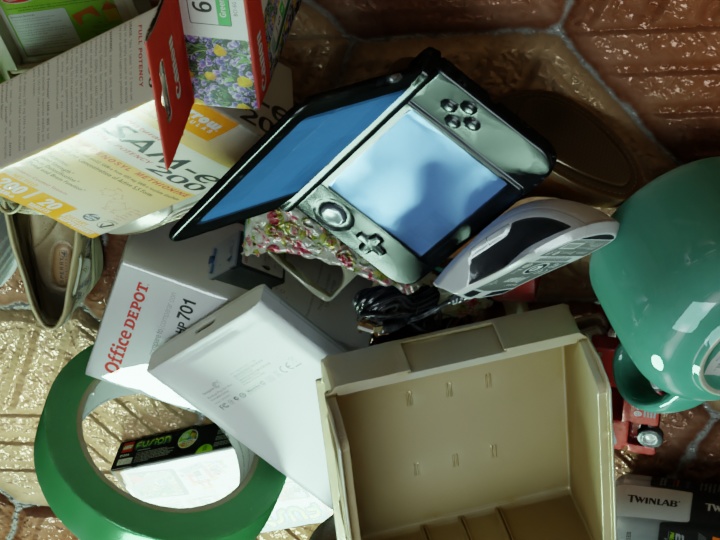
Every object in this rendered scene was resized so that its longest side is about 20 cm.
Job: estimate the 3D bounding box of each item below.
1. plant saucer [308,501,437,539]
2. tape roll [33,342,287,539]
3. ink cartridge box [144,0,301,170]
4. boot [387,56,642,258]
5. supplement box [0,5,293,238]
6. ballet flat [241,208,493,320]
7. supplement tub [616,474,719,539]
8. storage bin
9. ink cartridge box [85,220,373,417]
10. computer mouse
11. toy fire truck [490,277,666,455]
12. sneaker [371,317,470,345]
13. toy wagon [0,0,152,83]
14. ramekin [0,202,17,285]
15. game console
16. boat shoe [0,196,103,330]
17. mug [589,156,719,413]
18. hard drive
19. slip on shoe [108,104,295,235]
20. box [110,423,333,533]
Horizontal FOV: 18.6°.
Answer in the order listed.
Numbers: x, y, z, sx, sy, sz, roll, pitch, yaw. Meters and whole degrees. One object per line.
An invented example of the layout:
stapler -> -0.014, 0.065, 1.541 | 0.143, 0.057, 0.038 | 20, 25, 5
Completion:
plant saucer -> 0.032, 0.200, 1.789 | 0.200, 0.200, 0.037 | -40, 69, 42
tape roll -> -0.156, 0.141, 1.738 | 0.199, 0.201, 0.048 | 20, 137, -4
ink cartridge box -> -0.082, -0.167, 1.404 | 0.050, 0.201, 0.109 | 6, 136, 12
boot -> 0.091, -0.058, 1.557 | 0.199, 0.074, 0.155 | 25, 137, 8
supplement box -> -0.160, -0.101, 1.530 | 0.199, 0.074, 0.126 | -21, 149, 34
ballet flat -> 0.000, 0.000, 1.636 | 0.199, 0.064, 0.076 | 26, -179, 0
supplement tub -> 0.294, 0.233, 1.746 | 0.198, 0.123, 0.123 | 5, 135, 12
storage bin -> 0.078, 0.142, 1.606 | 0.199, 0.094, 0.200 | -12, 128, -7
ink cartridge box -> -0.098, 0.043, 1.705 | 0.199, 0.086, 0.147 | 19, 137, -6
computer mouse -> 0.089, -0.008, 1.511 | 0.199, 0.044, 0.109 | -27, 165, 31
toy fire truck -> 0.168, 0.054, 1.659 | 0.140, 0.049, 0.201 | 9, 137, 10
sneaker -> 0.036, 0.090, 1.732 | 0.086, 0.080, 0.200 | 39, 129, 0
toy wagon -> -0.213, -0.193, 1.537 | 0.154, 0.040, 0.201 | -4, 132, 20
ramekin -> -0.368, -0.024, 1.715 | 0.201, 0.095, 0.203 | 9, 135, 9
game console -> 0.001, -0.049, 1.472 | 0.176, 0.117, 0.200 | 37, 141, -12
boat shoe -> -0.237, -0.042, 1.678 | 0.073, 0.063, 0.201 | 5, 135, 14
mug -> 0.249, 0.025, 1.516 | 0.151, 0.115, 0.186 | -22, 140, -5
hard drive -> -0.046, 0.100, 1.668 | 0.200, 0.026, 0.132 | 39, 131, -26
slip on shoe -> -0.114, -0.070, 1.613 | 0.199, 0.076, 0.061 | -25, 139, 30
box -> -0.103, 0.178, 1.879 | 0.199, 0.035, 0.110 | -13, 129, 28
